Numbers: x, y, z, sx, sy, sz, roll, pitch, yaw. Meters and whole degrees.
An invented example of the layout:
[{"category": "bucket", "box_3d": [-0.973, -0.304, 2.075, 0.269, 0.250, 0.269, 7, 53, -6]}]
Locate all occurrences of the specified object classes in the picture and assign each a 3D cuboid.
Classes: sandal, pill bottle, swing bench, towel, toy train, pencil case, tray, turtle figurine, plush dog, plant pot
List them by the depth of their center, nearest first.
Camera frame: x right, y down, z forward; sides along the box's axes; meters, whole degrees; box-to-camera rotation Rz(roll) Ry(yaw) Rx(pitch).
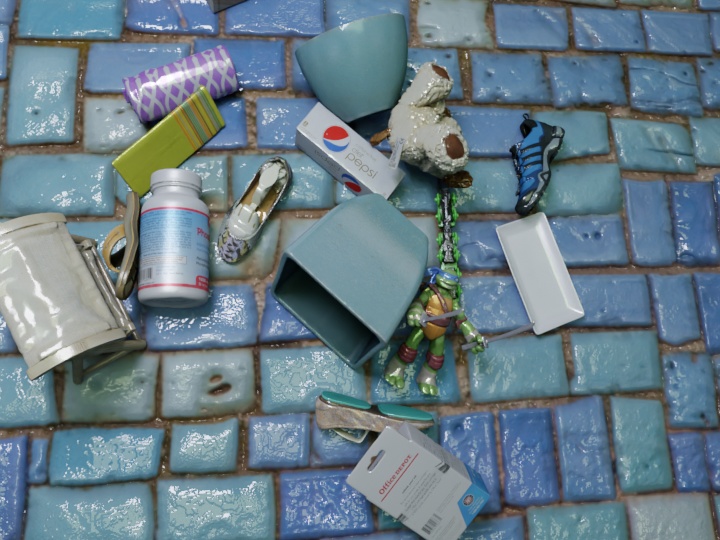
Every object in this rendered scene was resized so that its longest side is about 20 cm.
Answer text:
[{"category": "swing bench", "box_3d": [-0.423, 0.042, 0.860, 0.128, 0.200, 0.202, -29, 83, -14]}, {"category": "sandal", "box_3d": [-0.370, -0.039, 0.929, 0.052, 0.081, 0.204, 2, 53, -18]}, {"category": "turtle figurine", "box_3d": [0.124, 0.110, 0.934, 0.199, 0.142, 0.198, 36, 113, 33]}, {"category": "pill bottle", "box_3d": [-0.292, -0.049, 0.950, 0.105, 0.109, 0.206, 0, 78, -9]}, {"category": "plant pot", "box_3d": [0.000, 0.000, 0.953, 0.195, 0.197, 0.201, 41, 66, 2]}, {"category": "towel", "box_3d": [-0.316, -0.215, 1.000, 0.018, 0.087, 0.200, 34, 71, 32]}, {"category": "pencil case", "box_3d": [-0.303, -0.320, 1.025, 0.196, 0.085, 0.086, -24, 47, -16]}, {"category": "plant pot", "box_3d": [-0.001, -0.334, 1.034, 0.195, 0.200, 0.138, -19, 101, -13]}, {"category": "plush dog", "box_3d": [0.122, -0.222, 1.041, 0.170, 0.158, 0.205, 22, 53, -49]}, {"category": "toy train", "box_3d": [0.152, -0.040, 1.050, 0.040, 0.056, 0.206, -2, 78, 5]}, {"category": "tray", "box_3d": [0.321, 0.004, 1.087, 0.105, 0.022, 0.205, -18, 81, -12]}]

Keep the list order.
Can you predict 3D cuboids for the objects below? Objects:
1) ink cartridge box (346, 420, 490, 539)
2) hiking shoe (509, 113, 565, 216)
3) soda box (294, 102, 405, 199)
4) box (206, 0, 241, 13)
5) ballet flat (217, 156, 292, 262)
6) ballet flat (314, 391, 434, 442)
[{"category": "ink cartridge box", "box_3d": [0.084, 0.318, 0.919, 0.198, 0.067, 0.117, 37, 98, -9]}, {"category": "hiking shoe", "box_3d": [0.307, -0.191, 1.110, 0.085, 0.075, 0.203, 23, 65, 4]}, {"category": "soda box", "box_3d": [-0.020, -0.196, 1.053, 0.199, 0.064, 0.069, 39, 73, 0]}, {"category": "box", "box_3d": [-0.199, -0.559, 1.089, 0.197, 0.095, 0.079, -29, 84, -13]}, {"category": "ballet flat", "box_3d": [-0.179, -0.110, 1.004, 0.071, 0.072, 0.203, 30, 75, -1]}, {"category": "ballet flat", "box_3d": [0.020, 0.246, 0.968, 0.194, 0.068, 0.069, 12, 95, -1]}]
